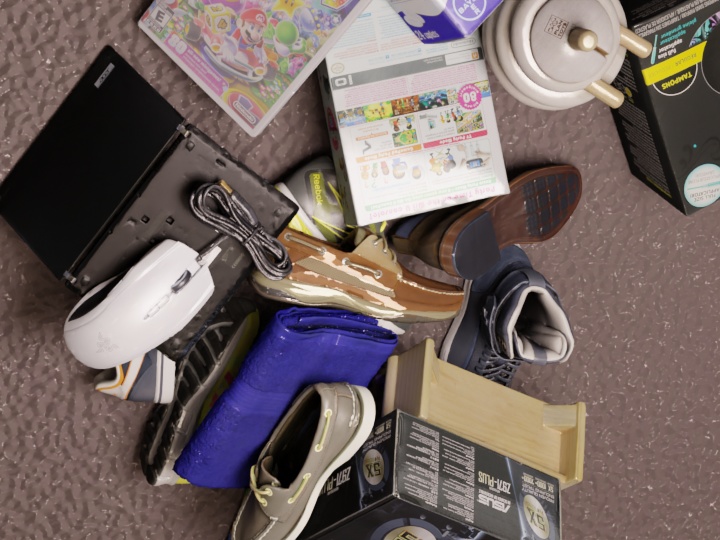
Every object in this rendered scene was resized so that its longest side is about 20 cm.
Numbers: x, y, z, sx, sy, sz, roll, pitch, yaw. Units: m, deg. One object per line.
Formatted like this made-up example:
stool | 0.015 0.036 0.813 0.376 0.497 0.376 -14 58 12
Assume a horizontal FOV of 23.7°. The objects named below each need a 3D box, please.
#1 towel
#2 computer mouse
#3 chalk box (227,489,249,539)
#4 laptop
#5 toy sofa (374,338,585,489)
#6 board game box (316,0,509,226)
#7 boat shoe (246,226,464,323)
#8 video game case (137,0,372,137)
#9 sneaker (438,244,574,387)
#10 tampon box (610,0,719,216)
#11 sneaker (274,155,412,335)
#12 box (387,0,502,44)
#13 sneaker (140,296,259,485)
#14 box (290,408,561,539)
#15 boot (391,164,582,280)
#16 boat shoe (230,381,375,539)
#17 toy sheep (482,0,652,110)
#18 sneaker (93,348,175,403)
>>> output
towel | -0.072 0.115 1.556 0.147 0.050 0.201 9 126 -42
computer mouse | -0.161 0.018 1.446 0.199 0.044 0.110 -39 115 1
chalk box | -0.056 0.284 1.673 0.124 0.124 0.202 14 106 -24
laptop | -0.188 -0.057 1.492 0.199 0.103 0.178 36 98 -23
toy sofa | 0.108 0.146 1.602 0.198 0.084 0.097 23 146 -26
board game box | 0.041 -0.153 1.527 0.146 0.064 0.203 -12 95 -12
boat shoe | 0.000 0.000 1.528 0.198 0.076 0.075 10 96 -18
video game case | -0.082 -0.229 1.437 0.143 0.018 0.200 44 120 0
sneaker | 0.138 0.086 1.645 0.076 0.146 0.205 0 113 -20
tampon box | 0.315 -0.184 1.601 0.149 0.126 0.202 -27 117 -6
sneaker | -0.002 -0.022 1.592 0.084 0.075 0.200 -41 118 1
box | 0.069 -0.327 1.436 0.184 0.105 0.200 -46 105 -9
sneaker | -0.133 0.116 1.613 0.090 0.078 0.201 15 113 -31
box | 0.059 0.224 1.569 0.199 0.087 0.163 26 141 -29
boot | 0.121 -0.057 1.630 0.199 0.096 0.076 -28 117 -38
boat shoe | -0.065 0.178 1.533 0.060 0.072 0.202 17 119 -38
toy sheep | 0.171 -0.200 1.475 0.136 0.200 0.140 -1 95 -13
sneaker | -0.203 0.025 1.543 0.078 0.078 0.203 2 107 -12
